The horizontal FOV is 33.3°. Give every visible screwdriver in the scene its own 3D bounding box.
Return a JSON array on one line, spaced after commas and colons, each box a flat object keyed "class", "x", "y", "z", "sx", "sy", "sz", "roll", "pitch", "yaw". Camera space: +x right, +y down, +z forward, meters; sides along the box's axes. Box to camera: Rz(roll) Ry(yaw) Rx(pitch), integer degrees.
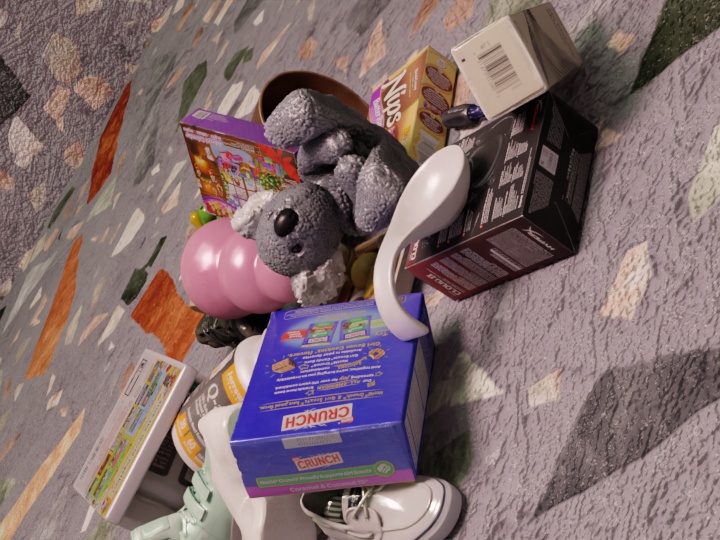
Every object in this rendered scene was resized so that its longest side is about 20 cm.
[{"class": "screwdriver", "x": 0.153, "y": -0.184, "z": 1.364, "sx": 0.029, "sy": 0.028, "sz": 0.199, "roll": -37, "pitch": 16, "yaw": -27}]

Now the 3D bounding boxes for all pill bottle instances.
[{"class": "pill bottle", "x": -0.124, "y": 0.149, "z": 1.405, "sx": 0.200, "sy": 0.116, "sz": 0.117, "roll": -45, "pitch": 28, "yaw": 29}, {"class": "pill bottle", "x": -0.249, "y": 0.236, "z": 1.547, "sx": 0.113, "sy": 0.112, "sz": 0.202, "roll": -16, "pitch": 48, "yaw": 56}]

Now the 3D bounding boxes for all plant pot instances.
[{"class": "plant pot", "x": -0.088, "y": -0.126, "z": 1.599, "sx": 0.201, "sy": 0.185, "sz": 0.189, "roll": -52, "pitch": 23, "yaw": 43}]

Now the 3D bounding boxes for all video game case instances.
[{"class": "video game case", "x": -0.280, "y": 0.199, "z": 1.483, "sx": 0.202, "sy": 0.023, "sz": 0.181, "roll": -63, "pitch": 24, "yaw": -10}]

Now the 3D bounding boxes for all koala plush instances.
[{"class": "koala plush", "x": -0.042, "y": -0.071, "z": 1.334, "sx": 0.201, "sy": 0.177, "sz": 0.183, "roll": -51, "pitch": -12, "yaw": 16}]

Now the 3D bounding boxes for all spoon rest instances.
[{"class": "spoon rest", "x": 0.056, "y": -0.036, "z": 1.157, "sx": 0.099, "sy": 0.060, "sz": 0.203, "roll": -23, "pitch": 45, "yaw": 51}]

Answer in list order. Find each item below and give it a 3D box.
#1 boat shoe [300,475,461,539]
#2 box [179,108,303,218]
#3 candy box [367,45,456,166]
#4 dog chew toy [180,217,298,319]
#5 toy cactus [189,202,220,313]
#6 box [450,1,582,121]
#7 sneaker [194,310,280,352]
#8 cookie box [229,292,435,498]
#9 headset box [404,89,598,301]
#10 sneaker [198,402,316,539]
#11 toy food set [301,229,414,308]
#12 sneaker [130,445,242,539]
[{"class": "boat shoe", "x": 0.010, "y": 0.225, "z": 1.123, "sx": 0.199, "sy": 0.066, "sz": 0.074, "roll": -25, "pitch": 41, "yaw": 50}, {"class": "box", "x": -0.129, "y": -0.115, "z": 1.488, "sx": 0.198, "sy": 0.138, "sz": 0.039, "roll": 18, "pitch": 45, "yaw": 37}, {"class": "candy box", "x": 0.055, "y": -0.169, "z": 1.495, "sx": 0.116, "sy": 0.056, "sz": 0.202, "roll": -33, "pitch": 37, "yaw": 44}, {"class": "dog chew toy", "x": -0.129, "y": -0.001, "z": 1.462, "sx": 0.198, "sy": 0.124, "sz": 0.126, "roll": 1, "pitch": 62, "yaw": 45}, {"class": "toy cactus", "x": -0.199, "y": -0.019, "z": 1.713, "sx": 0.200, "sy": 0.101, "sz": 0.168, "roll": 105, "pitch": 178, "yaw": -71}, {"class": "box", "x": 0.160, "y": -0.211, "z": 1.197, "sx": 0.068, "sy": 0.083, "sz": 0.200, "roll": -28, "pitch": 6, "yaw": 25}, {"class": "sneaker", "x": -0.164, "y": 0.077, "z": 1.612, "sx": 0.115, "sy": 0.076, "sz": 0.200, "roll": -57, "pitch": 23, "yaw": 11}, {"class": "cookie box", "x": -0.021, "y": 0.117, "z": 1.164, "sx": 0.168, "sy": 0.076, "sz": 0.201, "roll": -8, "pitch": 32, "yaw": 16}, {"class": "headset box", "x": 0.133, "y": -0.068, "z": 1.208, "sx": 0.199, "sy": 0.077, "sz": 0.151, "roll": -27, "pitch": 39, "yaw": 50}, {"class": "sneaker", "x": -0.110, "y": 0.233, "z": 1.228, "sx": 0.075, "sy": 0.203, "sz": 0.088, "roll": -22, "pitch": 4, "yaw": -42}, {"class": "toy food set", "x": 0.000, "y": 0.000, "z": 1.402, "sx": 0.199, "sy": 0.060, "sz": 0.145, "roll": -27, "pitch": 39, "yaw": 50}, {"class": "sneaker", "x": -0.188, "y": 0.259, "z": 1.301, "sx": 0.074, "sy": 0.116, "sz": 0.204, "roll": -148, "pitch": 60, "yaw": -69}]
